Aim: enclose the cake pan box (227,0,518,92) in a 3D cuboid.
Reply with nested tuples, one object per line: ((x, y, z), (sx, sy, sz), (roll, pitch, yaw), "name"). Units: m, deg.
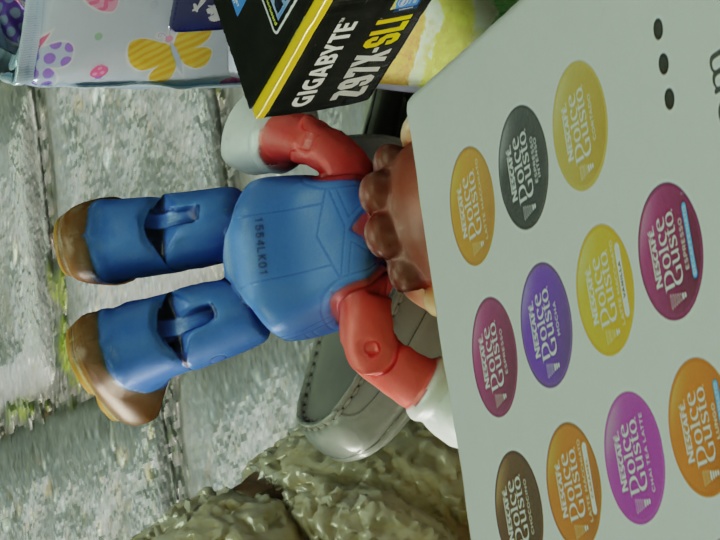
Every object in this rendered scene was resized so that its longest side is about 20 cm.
((0.039, -0.161, 1.022), (0.183, 0.052, 0.202), (8, 101, 31), "cake pan box")

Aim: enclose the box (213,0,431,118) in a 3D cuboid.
((-0.022, -0.175, 0.946), (0.160, 0.049, 0.201), (124, 132, -59), "box")

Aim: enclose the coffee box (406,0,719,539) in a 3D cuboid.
((0.147, 0.021, 0.704), (0.198, 0.199, 0.201), (145, 120, -65), "coffee box")

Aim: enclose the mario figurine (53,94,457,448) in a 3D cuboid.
((0.000, 0.000, 1.034), (0.106, 0.199, 0.124), (-62, -42, -64), "mario figurine")

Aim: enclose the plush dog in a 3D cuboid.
((-0.022, 0.114, 1.130), (0.161, 0.171, 0.200), (67, 156, -1), "plush dog")

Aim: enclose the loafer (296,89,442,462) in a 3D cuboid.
((0.013, -0.027, 1.099), (0.070, 0.070, 0.201), (-11, 55, 55), "loafer")

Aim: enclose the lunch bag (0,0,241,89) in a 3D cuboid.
((-0.078, -0.178, 1.269), (0.127, 0.169, 0.202), (-177, 87, -65), "lunch bag")
